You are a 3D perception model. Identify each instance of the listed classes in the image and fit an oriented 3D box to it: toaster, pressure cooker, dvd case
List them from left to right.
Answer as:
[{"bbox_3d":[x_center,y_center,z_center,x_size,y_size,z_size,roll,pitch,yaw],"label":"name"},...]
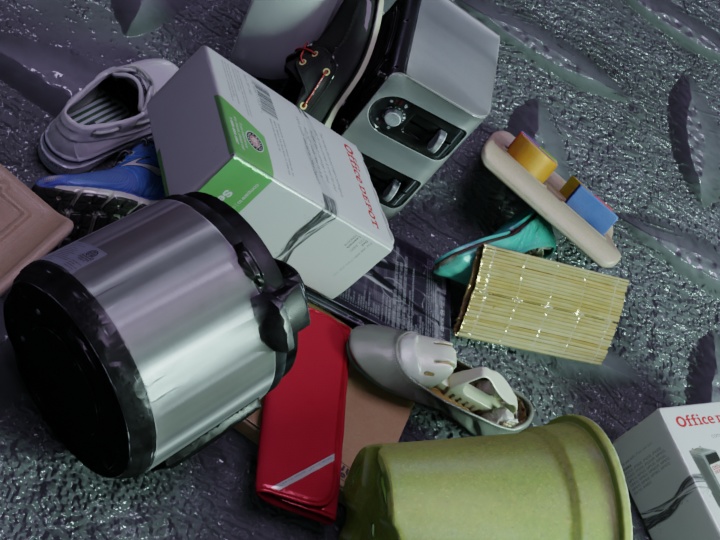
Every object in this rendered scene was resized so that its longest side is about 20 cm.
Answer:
[{"bbox_3d":[-0.141,0.038,0.964,0.199,0.179,0.176,-31,71,-35],"label":"pressure cooker"},{"bbox_3d":[0.000,0.000,1.229,0.199,0.016,0.149,28,34,-16],"label":"dvd case"},{"bbox_3d":[0.041,-0.175,1.307,0.118,0.181,0.201,29,43,-17],"label":"toaster"}]

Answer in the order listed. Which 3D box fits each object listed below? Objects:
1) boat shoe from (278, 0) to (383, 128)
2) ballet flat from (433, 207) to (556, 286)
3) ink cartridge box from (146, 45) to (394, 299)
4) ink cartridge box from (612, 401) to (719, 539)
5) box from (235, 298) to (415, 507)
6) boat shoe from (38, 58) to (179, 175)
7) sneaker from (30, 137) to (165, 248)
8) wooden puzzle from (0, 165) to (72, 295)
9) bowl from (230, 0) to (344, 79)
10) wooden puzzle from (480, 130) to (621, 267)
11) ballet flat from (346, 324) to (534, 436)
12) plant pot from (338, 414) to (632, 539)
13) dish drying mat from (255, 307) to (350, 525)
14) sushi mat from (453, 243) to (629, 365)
[{"bbox_3d":[-0.042,-0.188,1.249,0.063,0.203,0.074,26,10,-23],"label":"boat shoe"},{"bbox_3d":[0.148,-0.011,1.321,0.199,0.067,0.071,-26,90,-51],"label":"ballet flat"},{"bbox_3d":[-0.077,-0.081,1.123,0.199,0.084,0.147,30,30,-41],"label":"ink cartridge box"},{"bbox_3d":[0.354,0.233,1.256,0.146,0.083,0.201,-1,56,-36],"label":"ink cartridge box"},{"bbox_3d":[-0.049,0.096,1.120,0.199,0.021,0.164,36,41,-6],"label":"box"},{"bbox_3d":[-0.213,-0.152,1.179,0.073,0.067,0.200,38,41,-2],"label":"boat shoe"},{"bbox_3d":[-0.202,-0.064,1.116,0.199,0.079,0.090,0,47,-47],"label":"sneaker"},{"bbox_3d":[-0.349,-0.034,0.974,0.199,0.046,0.185,37,48,4],"label":"wooden puzzle"},{"bbox_3d":[-0.034,-0.289,1.323,0.074,0.201,0.200,37,39,9],"label":"bowl"},{"bbox_3d":[0.217,-0.092,1.411,0.185,0.046,0.200,41,15,0],"label":"wooden puzzle"},{"bbox_3d":[0.078,0.093,1.157,0.199,0.063,0.068,32,44,-28],"label":"ballet flat"},{"bbox_3d":[0.085,0.209,1.017,0.182,0.201,0.202,6,51,-18],"label":"plant pot"},{"bbox_3d":[-0.045,0.112,1.078,0.076,0.018,0.201,22,45,-19],"label":"dish drying mat"},{"bbox_3d":[0.185,0.037,1.295,0.198,0.097,0.012,13,9,-32],"label":"sushi mat"}]
